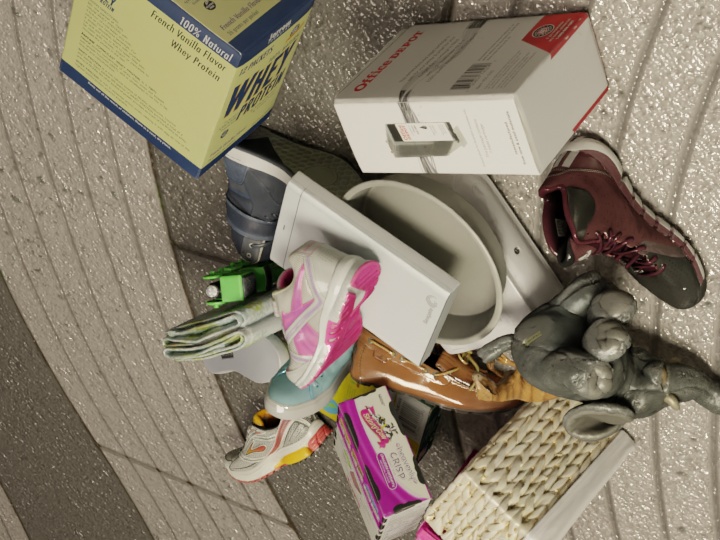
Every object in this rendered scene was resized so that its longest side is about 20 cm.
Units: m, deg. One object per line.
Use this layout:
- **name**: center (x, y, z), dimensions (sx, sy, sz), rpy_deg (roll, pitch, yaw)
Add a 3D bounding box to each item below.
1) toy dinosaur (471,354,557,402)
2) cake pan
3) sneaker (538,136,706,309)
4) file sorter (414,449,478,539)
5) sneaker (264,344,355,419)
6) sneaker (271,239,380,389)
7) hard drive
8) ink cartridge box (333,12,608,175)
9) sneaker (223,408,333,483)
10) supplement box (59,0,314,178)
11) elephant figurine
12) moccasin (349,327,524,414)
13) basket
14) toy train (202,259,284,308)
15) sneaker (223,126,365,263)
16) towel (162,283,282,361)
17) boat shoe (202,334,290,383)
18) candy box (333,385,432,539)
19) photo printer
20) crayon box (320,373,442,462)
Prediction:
- **toy dinosaur**: center (0.198, 0.116, 1.455), dimensions (0.061, 0.199, 0.106), rpy_deg (112, 150, -44)
- **cake pan**: center (0.064, -0.014, 1.372), dimensions (0.200, 0.037, 0.201), rpy_deg (26, 139, 24)
- **sneaker**: center (0.231, -0.018, 1.274), dimensions (0.200, 0.116, 0.076), rpy_deg (48, 142, -6)
- **file sorter**: center (0.126, 0.335, 1.599), dimensions (0.139, 0.200, 0.126), rpy_deg (38, 119, 6)
- **sneaker**: center (-0.043, 0.086, 1.545), dimensions (0.074, 0.200, 0.082), rpy_deg (19, 132, 27)
- **sneaker**: center (-0.047, 0.039, 1.397), dimensions (0.088, 0.081, 0.200), rpy_deg (36, 136, 14)
- **hard drive**: center (0.000, 0.000, 1.395), dimensions (0.200, 0.027, 0.132), rpy_deg (35, 143, 13)
- **ink cartridge box**: center (0.099, -0.158, 1.236), dimensions (0.199, 0.147, 0.083), rpy_deg (4, 130, 40)
- **sneaker**: center (-0.121, 0.224, 1.850), dimensions (0.200, 0.078, 0.082), rpy_deg (-31, 98, 41)
- **supplement box**: center (-0.181, -0.246, 1.409), dimensions (0.200, 0.134, 0.200), rpy_deg (38, 142, 7)
- **elephant figurine**: center (0.249, 0.107, 1.353), dimensions (0.200, 0.142, 0.155), rpy_deg (44, 175, -41)
- **moccasin**: center (0.091, 0.107, 1.525), dimensions (0.201, 0.074, 0.078), rpy_deg (17, 103, 3)
- **basket**: center (0.181, 0.232, 1.487), dimensions (0.123, 0.200, 0.136), rpy_deg (42, 141, 9)
- **toy train**: center (-0.126, 0.009, 1.573), dimensions (0.056, 0.200, 0.042), rpy_deg (-5, 96, 15)
- **sneaker**: center (-0.073, -0.063, 1.518), dimensions (0.202, 0.077, 0.147), rpy_deg (28, 129, 33)
- **towel**: center (-0.111, 0.049, 1.572), dimensions (0.171, 0.200, 0.048), rpy_deg (-15, 97, 49)
- **boat shoe**: center (-0.135, 0.100, 1.726), dimensions (0.200, 0.056, 0.069), rpy_deg (-1, 101, 56)
- **candy box**: center (0.022, 0.225, 1.548), dimensions (0.200, 0.061, 0.137), rpy_deg (100, 149, -70)
- **photo printer**: center (0.101, -0.016, 1.427), dimensions (0.166, 0.069, 0.200), rpy_deg (-21, 109, 50)
- **crayon box**: center (0.004, 0.142, 1.674), dimensions (0.200, 0.051, 0.127), rpy_deg (30, 140, 15)
